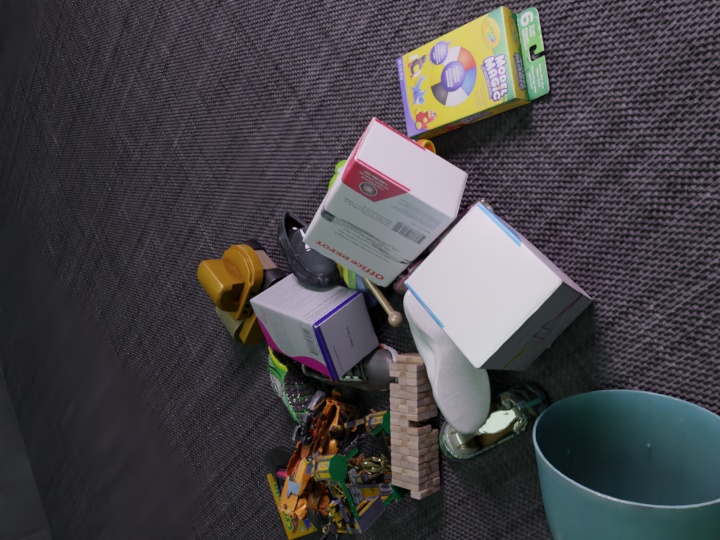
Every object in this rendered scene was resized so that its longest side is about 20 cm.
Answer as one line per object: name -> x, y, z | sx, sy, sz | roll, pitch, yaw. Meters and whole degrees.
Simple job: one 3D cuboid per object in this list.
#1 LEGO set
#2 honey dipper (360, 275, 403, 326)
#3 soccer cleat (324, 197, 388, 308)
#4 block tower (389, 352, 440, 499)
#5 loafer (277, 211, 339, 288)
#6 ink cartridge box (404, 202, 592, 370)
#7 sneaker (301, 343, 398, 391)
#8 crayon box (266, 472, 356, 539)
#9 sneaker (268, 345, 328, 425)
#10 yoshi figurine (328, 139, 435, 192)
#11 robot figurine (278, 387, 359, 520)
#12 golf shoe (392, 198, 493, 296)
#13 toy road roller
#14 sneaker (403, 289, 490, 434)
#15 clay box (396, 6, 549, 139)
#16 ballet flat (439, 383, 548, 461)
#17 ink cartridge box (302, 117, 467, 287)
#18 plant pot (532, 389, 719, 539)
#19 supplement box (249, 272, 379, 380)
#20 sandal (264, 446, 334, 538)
LEGO set -> -0.014, 0.314, 0.895 | 0.115, 0.200, 0.155 | -23, 100, 42
honey dipper -> 0.000, 0.000, 0.866 | 0.038, 0.038, 0.201 | -42, 76, 38
soccer cleat -> -0.022, -0.030, 0.936 | 0.084, 0.064, 0.202 | -39, 69, 41
block tower -> 0.080, 0.228, 0.865 | 0.057, 0.054, 0.203 | -4, 88, 44
loafer -> -0.093, -0.037, 0.971 | 0.201, 0.067, 0.071 | 46, 143, 50
ink cartridge box -> 0.171, 0.028, 0.681 | 0.126, 0.199, 0.129 | -49, 61, 15
sneaker -> -0.020, 0.165, 0.943 | 0.198, 0.081, 0.078 | -9, 89, 44
crayon box -> -0.101, 0.415, 1.071 | 0.200, 0.051, 0.127 | -39, 69, 40
sneaker -> -0.115, 0.210, 1.042 | 0.201, 0.077, 0.086 | -123, 37, -48
yoshi figurine -> 0.026, -0.128, 0.852 | 0.198, 0.111, 0.114 | 4, 104, 46
robot figurine -> -0.060, 0.292, 0.938 | 0.058, 0.145, 0.203 | 14, 80, 31
golf shoe -> 0.129, -0.012, 0.796 | 0.092, 0.072, 0.201 | 45, 132, 12
toy road roller -> -0.240, 0.044, 1.096 | 0.123, 0.145, 0.201 | 46, 123, 30
sneaker -> 0.111, 0.115, 0.773 | 0.089, 0.074, 0.203 | 119, 132, -77
clay box -> 0.142, -0.257, 0.763 | 0.198, 0.047, 0.117 | -11, 87, 45
ballet flat -> 0.162, 0.211, 0.785 | 0.200, 0.074, 0.075 | -46, 65, 37
ink cartridge box -> 0.027, -0.081, 0.778 | 0.144, 0.085, 0.200 | 29, 145, -9
plant pot -> 0.283, 0.243, 0.596 | 0.199, 0.199, 0.163 | 8, 113, 42
supplement box -> -0.078, 0.084, 0.941 | 0.199, 0.103, 0.102 | 13, 129, 48
sandal -> -0.110, 0.384, 1.009 | 0.199, 0.045, 0.076 | 38, 119, 34
